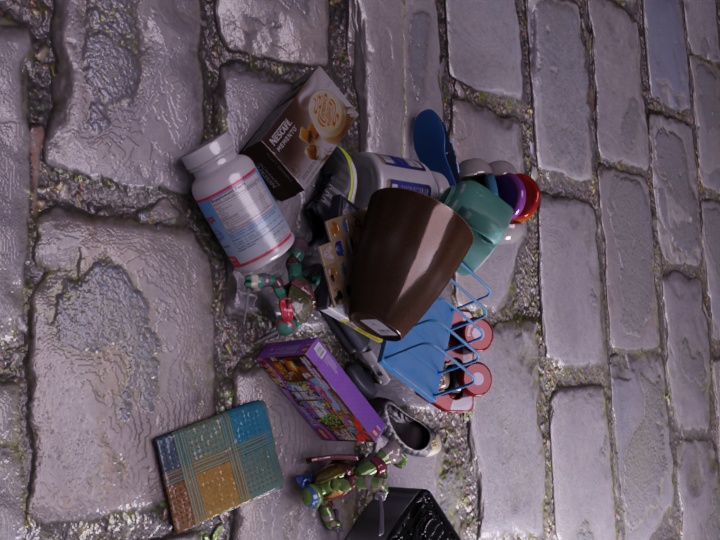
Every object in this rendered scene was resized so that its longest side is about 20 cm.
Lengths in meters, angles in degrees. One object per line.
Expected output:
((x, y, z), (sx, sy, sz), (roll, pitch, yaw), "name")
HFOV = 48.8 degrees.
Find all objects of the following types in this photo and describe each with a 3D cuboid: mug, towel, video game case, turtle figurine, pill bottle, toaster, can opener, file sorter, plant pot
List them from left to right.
((-0.214, 0.295, 1.217), (0.198, 0.022, 0.149), (-14, 92, -40), "towel")
((-0.193, -0.106, 1.236), (0.109, 0.108, 0.202), (-41, 110, -38), "pill bottle")
((-0.116, 0.047, 1.282), (0.201, 0.099, 0.151), (-68, 152, -44), "turtle figurine")
((-0.017, 0.136, 1.396), (0.067, 0.053, 0.201), (-49, 114, -36), "can opener")
((0.000, 0.000, 1.356), (0.180, 0.025, 0.203), (33, 57, -47), "video game case")
((0.002, 0.381, 1.321), (0.193, 0.199, 0.146), (-24, 134, -45), "turtle figurine")
((0.069, -0.148, 1.473), (0.198, 0.119, 0.122), (3, 81, -41), "pill bottle")
((0.063, 0.004, 1.280), (0.186, 0.186, 0.202), (37, 66, -31), "plant pot")
((0.074, 0.492, 1.380), (0.181, 0.118, 0.201), (-48, 115, -36), "toaster")
((0.136, 0.096, 1.377), (0.138, 0.122, 0.202), (38, 49, -25), "file sorter")
((0.190, -0.090, 1.415), (0.114, 0.185, 0.153), (34, 55, -6), "mug")

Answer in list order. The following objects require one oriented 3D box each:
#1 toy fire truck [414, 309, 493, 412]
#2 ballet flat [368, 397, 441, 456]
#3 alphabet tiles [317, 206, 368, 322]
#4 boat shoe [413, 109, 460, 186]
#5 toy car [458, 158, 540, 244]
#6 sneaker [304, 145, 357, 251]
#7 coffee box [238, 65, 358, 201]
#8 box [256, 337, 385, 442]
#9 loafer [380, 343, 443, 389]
((0.158, 0.168, 1.529), (0.165, 0.112, 0.204), (6, 80, -14), "toy fire truck")
((0.085, 0.294, 1.461), (0.199, 0.056, 0.067), (36, 62, -33), "ballet flat")
((-0.002, -0.013, 1.329), (0.199, 0.006, 0.169), (-24, 102, -55), "alphabet tiles")
((0.153, -0.219, 1.586), (0.068, 0.083, 0.204), (13, 65, -62), "boat shoe")
((0.293, -0.147, 1.654), (0.198, 0.149, 0.178), (-2, 85, -42), "toy car")
((-0.055, -0.124, 1.392), (0.080, 0.073, 0.204), (6, 78, -37), "sneaker")
((-0.103, -0.234, 1.355), (0.115, 0.079, 0.201), (47, 56, -22), "coffee box")
((-0.065, 0.197, 1.288), (0.201, 0.136, 0.039), (54, 53, -21), "box")
((0.082, 0.141, 1.459), (0.075, 0.068, 0.202), (-33, 97, -21), "loafer")
